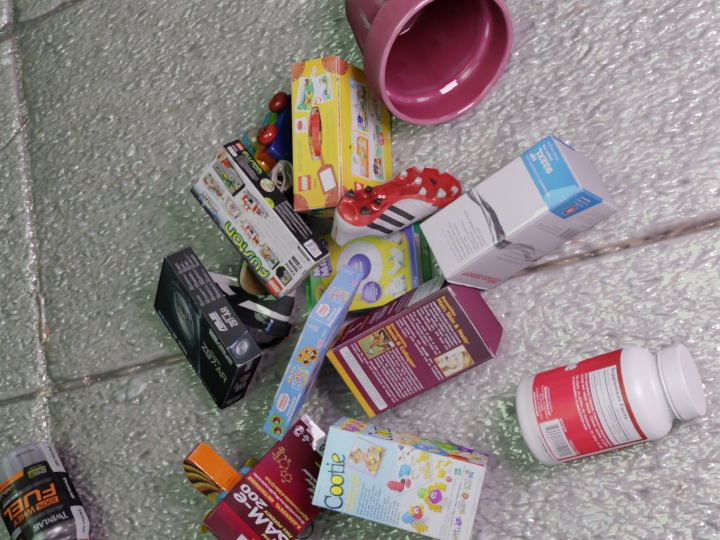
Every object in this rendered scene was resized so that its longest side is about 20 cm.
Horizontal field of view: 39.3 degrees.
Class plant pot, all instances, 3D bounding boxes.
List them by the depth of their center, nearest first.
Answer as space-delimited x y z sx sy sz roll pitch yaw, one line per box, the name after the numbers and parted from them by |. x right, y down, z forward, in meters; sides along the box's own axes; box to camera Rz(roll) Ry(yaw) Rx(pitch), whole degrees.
0.073 -0.323 1.333 0.200 0.200 0.179 -49 49 17 | plant pot

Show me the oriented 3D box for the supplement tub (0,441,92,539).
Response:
-0.514 0.390 1.633 0.122 0.122 0.200 -43 66 20 | supplement tub

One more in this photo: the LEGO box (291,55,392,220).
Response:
-0.023 -0.173 1.386 0.077 0.149 0.201 -5 82 30 | LEGO box

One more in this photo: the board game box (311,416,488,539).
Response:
0.053 0.265 1.285 0.199 0.103 0.105 14 91 8 | board game box

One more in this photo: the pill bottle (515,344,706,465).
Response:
0.294 0.154 1.187 0.199 0.112 0.113 -20 75 27 | pill bottle

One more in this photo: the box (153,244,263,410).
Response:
-0.227 0.086 1.478 0.200 0.043 0.160 54 150 15 | box

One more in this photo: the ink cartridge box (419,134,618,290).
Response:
0.196 -0.066 1.248 0.200 0.145 0.084 -34 68 23 | ink cartridge box

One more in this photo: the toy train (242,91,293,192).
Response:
-0.137 -0.155 1.452 0.116 0.085 0.200 -26 37 38 | toy train

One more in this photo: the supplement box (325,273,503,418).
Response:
0.071 0.093 1.318 0.200 0.086 0.111 -30 101 25 | supplement box

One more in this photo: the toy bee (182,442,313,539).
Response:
-0.177 0.341 1.447 0.200 0.131 0.109 52 142 20 | toy bee

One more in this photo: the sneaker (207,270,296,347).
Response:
-0.194 0.063 1.506 0.199 0.073 0.112 8 88 29 | sneaker

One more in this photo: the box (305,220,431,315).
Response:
0.000 0.000 1.415 0.199 0.048 0.118 -11 79 31 | box

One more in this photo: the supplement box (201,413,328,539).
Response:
-0.107 0.304 1.372 0.109 0.061 0.200 43 79 5 | supplement box

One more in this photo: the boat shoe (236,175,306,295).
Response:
-0.130 -0.053 1.472 0.065 0.073 0.200 -1 57 49 | boat shoe

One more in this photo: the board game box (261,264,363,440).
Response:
-0.063 0.108 1.348 0.036 0.151 0.200 27 121 4 | board game box

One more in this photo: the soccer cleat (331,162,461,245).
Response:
0.046 -0.084 1.333 0.069 0.200 0.085 55 144 22 | soccer cleat

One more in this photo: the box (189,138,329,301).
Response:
-0.139 -0.067 1.369 0.200 0.035 0.110 52 134 4 | box
